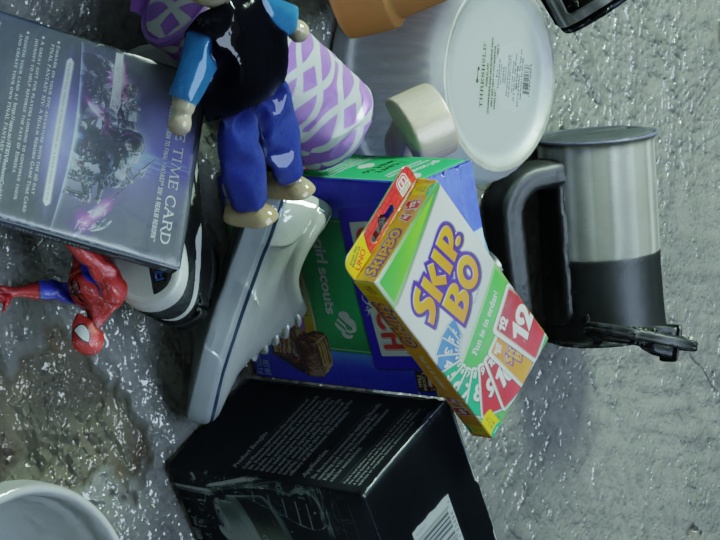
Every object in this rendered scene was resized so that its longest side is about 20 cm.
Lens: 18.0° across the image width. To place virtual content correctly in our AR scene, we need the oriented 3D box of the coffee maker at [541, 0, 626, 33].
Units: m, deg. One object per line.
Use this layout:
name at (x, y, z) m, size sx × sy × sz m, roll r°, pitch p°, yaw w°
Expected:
coffee maker at (0.172, -0.327, 1.935) m, size 0.200 × 0.134 × 0.192 m, roll 53°, pitch 50°, yaw -16°

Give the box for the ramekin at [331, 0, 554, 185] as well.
ramekin at (0.076, -0.163, 1.891) m, size 0.199 × 0.104 × 0.202 m, roll -5°, pitch 96°, yaw -51°

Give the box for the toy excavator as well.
toy excavator at (0.041, -0.046, 1.808) m, size 0.099 × 0.194 × 0.201 m, roll -25°, pitch 102°, yaw -18°

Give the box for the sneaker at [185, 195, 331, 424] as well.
sneaker at (-0.076, 0.031, 1.689) m, size 0.070 × 0.073 × 0.201 m, roll 17°, pitch 113°, yaw -11°

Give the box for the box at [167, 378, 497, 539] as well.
box at (-0.012, 0.202, 1.739) m, size 0.124 × 0.196 × 0.201 m, roll -44°, pitch 125°, yaw -38°

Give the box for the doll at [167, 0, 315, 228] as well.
doll at (-0.085, -0.127, 1.566) m, size 0.136 × 0.048 × 0.201 m, roll -37°, pitch 130°, yaw -34°

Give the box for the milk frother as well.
milk frother at (0.228, -0.023, 2.020) m, size 0.180 × 0.199 × 0.190 m, roll -16°, pitch 105°, yaw -45°

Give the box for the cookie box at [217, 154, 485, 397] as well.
cookie box at (0.000, 0.000, 1.734) m, size 0.075 × 0.199 × 0.173 m, roll -28°, pitch 114°, yaw -46°

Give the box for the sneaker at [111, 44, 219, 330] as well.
sneaker at (-0.146, -0.054, 1.666) m, size 0.112 × 0.072 × 0.202 m, roll 54°, pitch 33°, yaw -70°

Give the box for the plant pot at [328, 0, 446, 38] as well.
plant pot at (0.045, -0.287, 1.753) m, size 0.200 × 0.139 × 0.202 m, roll -6°, pitch 90°, yaw -79°

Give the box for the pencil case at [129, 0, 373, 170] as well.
pencil case at (-0.077, -0.149, 1.651) m, size 0.200 × 0.085 × 0.084 m, roll 39°, pitch 54°, yaw -38°

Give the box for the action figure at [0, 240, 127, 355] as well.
action figure at (-0.209, -0.042, 1.571) m, size 0.098 × 0.065 × 0.202 m, roll 3°, pitch 77°, yaw -30°

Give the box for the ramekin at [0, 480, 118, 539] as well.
ramekin at (-0.254, 0.235, 1.502) m, size 0.199 × 0.104 × 0.202 m, roll -5°, pitch 96°, yaw -52°

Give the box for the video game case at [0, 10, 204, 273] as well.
video game case at (-0.204, -0.091, 1.539) m, size 0.199 × 0.019 × 0.144 m, roll 16°, pitch 70°, yaw -26°

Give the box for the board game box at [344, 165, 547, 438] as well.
board game box at (0.064, 0.023, 1.641) m, size 0.200 × 0.030 × 0.096 m, roll 51°, pitch 59°, yaw -35°
